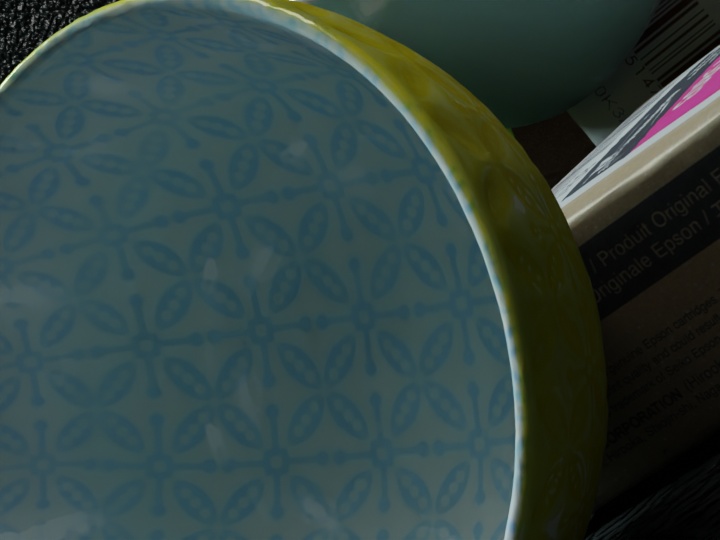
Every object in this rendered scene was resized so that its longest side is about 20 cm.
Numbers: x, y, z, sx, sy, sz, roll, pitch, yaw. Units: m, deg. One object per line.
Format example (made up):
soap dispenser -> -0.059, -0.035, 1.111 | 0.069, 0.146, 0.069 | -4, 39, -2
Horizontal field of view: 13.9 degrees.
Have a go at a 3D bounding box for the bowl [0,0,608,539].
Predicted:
bowl -> -0.008, 0.026, 0.750 | 0.200, 0.201, 0.107 | -37, -17, 36

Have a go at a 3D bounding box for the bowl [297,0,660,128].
bowl -> 0.006, -0.145, 0.997 | 0.105, 0.202, 0.201 | -6, -21, -41

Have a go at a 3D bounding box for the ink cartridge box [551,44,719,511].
ink cartridge box -> 0.122, -0.029, 0.841 | 0.165, 0.075, 0.200 | -39, 2, 35

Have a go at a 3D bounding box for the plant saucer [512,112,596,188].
plant saucer -> 0.051, -0.084, 1.194 | 0.200, 0.200, 0.032 | -37, 45, 41

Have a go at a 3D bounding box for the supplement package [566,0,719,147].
supplement package -> 0.167, -0.109, 1.070 | 0.117, 0.117, 0.200 | -39, 1, 44

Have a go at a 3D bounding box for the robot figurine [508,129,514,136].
robot figurine -> 0.000, 0.000, 1.102 | 0.175, 0.116, 0.201 | -21, 45, 31
